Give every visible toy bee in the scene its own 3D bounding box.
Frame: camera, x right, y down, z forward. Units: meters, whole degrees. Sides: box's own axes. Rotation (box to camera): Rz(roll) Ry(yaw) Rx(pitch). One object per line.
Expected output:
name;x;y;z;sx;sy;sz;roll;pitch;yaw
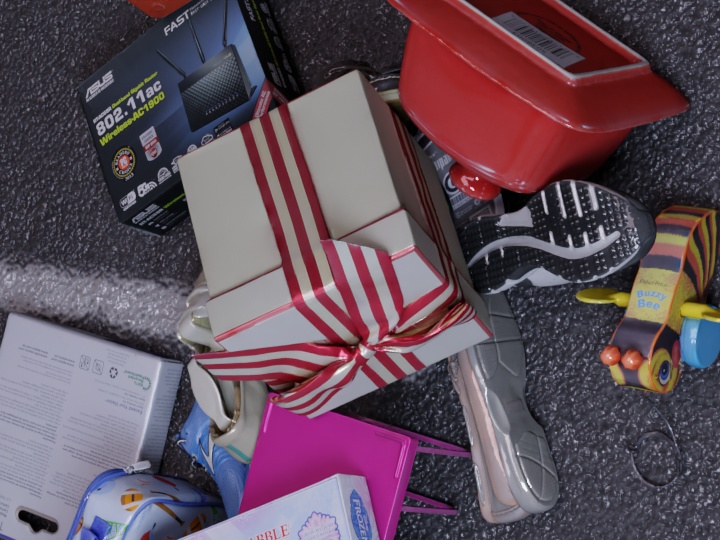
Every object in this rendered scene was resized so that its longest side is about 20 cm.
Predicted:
toy bee;0.220;0.046;1.346;0.130;0.108;0.202;-16;72;30

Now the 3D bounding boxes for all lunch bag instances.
lunch bag;-0.196;0.259;1.553;0.075;0.160;0.202;25;96;34

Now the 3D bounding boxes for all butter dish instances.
butter dish;0.113;-0.121;1.406;0.200;0.199;0.149;39;119;23

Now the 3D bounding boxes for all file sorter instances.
file sorter;-0.009;0.215;1.456;0.138;0.125;0.202;14;90;35

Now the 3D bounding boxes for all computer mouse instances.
computer mouse;0.075;-0.095;1.510;0.109;0.044;0.202;-30;63;30

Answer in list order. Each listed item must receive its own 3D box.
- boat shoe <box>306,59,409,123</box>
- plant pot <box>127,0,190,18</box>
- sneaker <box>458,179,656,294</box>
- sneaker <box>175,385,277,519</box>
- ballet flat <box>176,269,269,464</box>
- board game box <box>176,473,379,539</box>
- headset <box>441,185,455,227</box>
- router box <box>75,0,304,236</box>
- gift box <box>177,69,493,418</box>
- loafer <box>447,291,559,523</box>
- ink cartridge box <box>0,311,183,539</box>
boat shoe;-0.012;-0.138;1.504;0.200;0.072;0.066;162;99;-69
plant pot;-0.175;-0.344;1.608;0.199;0.199;0.178;-26;54;27
sneaker;0.155;-0.027;1.371;0.199;0.079;0.075;-8;87;58
sneaker;-0.103;0.156;1.563;0.088;0.078;0.202;-22;61;26
ballet flat;-0.115;0.064;1.511;0.069;0.069;0.201;-36;52;23
board game box;-0.061;0.277;1.378;0.199;0.041;0.202;-24;69;29
headset;0.000;0.000;1.511;0.199;0.094;0.124;-37;55;23
router box;-0.150;-0.147;1.659;0.199;0.062;0.151;-33;63;24
gift box;-0.029;-0.009;1.356;0.183;0.200;0.188;-28;58;17
loafer;0.095;0.097;1.447;0.063;0.072;0.202;-27;70;35
ink cartridge box;-0.264;0.156;1.692;0.195;0.043;0.202;15;91;34
